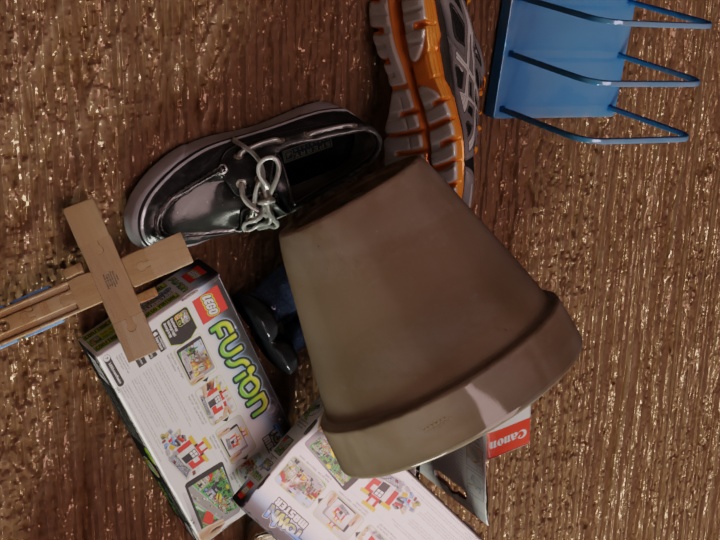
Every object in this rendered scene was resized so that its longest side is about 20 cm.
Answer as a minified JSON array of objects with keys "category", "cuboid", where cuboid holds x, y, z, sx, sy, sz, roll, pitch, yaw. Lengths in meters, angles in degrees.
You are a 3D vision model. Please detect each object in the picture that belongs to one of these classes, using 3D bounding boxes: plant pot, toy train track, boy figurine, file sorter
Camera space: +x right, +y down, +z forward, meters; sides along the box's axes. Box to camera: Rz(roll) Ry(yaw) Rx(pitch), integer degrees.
[{"category":"plant pot","cuboid":[0.031,0.022,0.980,0.199,0.200,0.174,-33,100,-20]},{"category":"toy train track","cuboid":[-0.213,0.024,0.957,0.199,0.033,0.115,-24,92,-12]},{"category":"boy figurine","cuboid":[0.000,0.000,1.088,0.199,0.064,0.125,-34,116,-16]},{"category":"file sorter","cuboid":[0.203,-0.209,1.105,0.138,0.123,0.202,-5,112,-33]}]

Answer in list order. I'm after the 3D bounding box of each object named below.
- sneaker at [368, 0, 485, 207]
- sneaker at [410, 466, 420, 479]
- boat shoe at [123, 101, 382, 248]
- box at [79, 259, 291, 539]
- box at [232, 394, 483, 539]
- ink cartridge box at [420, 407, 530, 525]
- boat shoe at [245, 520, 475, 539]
[{"category":"sneaker","cuboid":[0.063,-0.131,1.050,0.077,0.078,0.202,-11,97,-44]},{"category":"sneaker","cuboid":[0.007,0.143,1.163,0.089,0.070,0.201,5,125,-1]},{"category":"boat shoe","cuboid":[-0.074,-0.063,1.006,0.198,0.068,0.074,-22,120,-26]},{"category":"box","cuboid":[-0.122,0.104,1.054,0.110,0.035,0.201,-34,125,-19]},{"category":"box","cuboid":[0.008,0.203,1.083,0.200,0.035,0.110,45,81,-14]},{"category":"ink cartridge box","cuboid":[0.094,0.102,1.168,0.050,0.109,0.202,-17,119,-28]},{"category":"boat shoe","cuboid":[0.004,0.237,1.140,0.198,0.072,0.076,6,135,-5]}]
